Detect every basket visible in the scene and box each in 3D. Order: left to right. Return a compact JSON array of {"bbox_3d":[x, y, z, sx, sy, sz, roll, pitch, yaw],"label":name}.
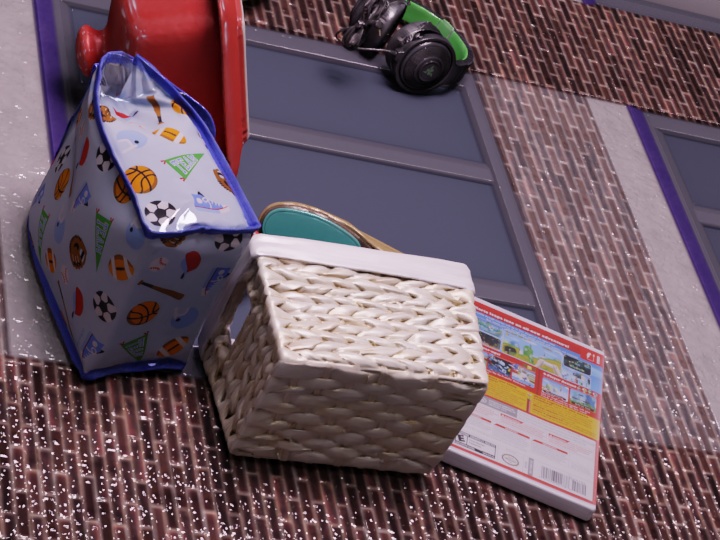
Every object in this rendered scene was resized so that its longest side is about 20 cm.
[{"bbox_3d":[-0.010,0.070,1.549,0.198,0.136,0.124,7,45,-25],"label":"basket"}]

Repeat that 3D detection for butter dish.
[{"bbox_3d":[-0.176,-0.197,1.732,0.146,0.201,0.201,-6,44,-5],"label":"butter dish"}]

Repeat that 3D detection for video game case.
[{"bbox_3d":[0.140,0.113,1.690,0.142,0.018,0.201,23,39,-8],"label":"video game case"}]

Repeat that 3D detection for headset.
[{"bbox_3d":[0.044,-0.242,1.965,0.123,0.094,0.199,44,29,18],"label":"headset"}]

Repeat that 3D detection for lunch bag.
[{"bbox_3d":[-0.180,-0.046,1.541,0.123,0.171,0.201,-2,47,-38],"label":"lunch bag"}]

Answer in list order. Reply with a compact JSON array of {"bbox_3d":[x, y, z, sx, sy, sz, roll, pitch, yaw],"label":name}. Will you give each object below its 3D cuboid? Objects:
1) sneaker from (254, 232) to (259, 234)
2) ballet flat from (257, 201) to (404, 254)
[{"bbox_3d":[-0.152,-0.063,1.672,0.200,0.077,0.085,51,31,15],"label":"sneaker"},{"bbox_3d":[0.000,0.000,1.707,0.199,0.069,0.063,29,10,-5],"label":"ballet flat"}]
